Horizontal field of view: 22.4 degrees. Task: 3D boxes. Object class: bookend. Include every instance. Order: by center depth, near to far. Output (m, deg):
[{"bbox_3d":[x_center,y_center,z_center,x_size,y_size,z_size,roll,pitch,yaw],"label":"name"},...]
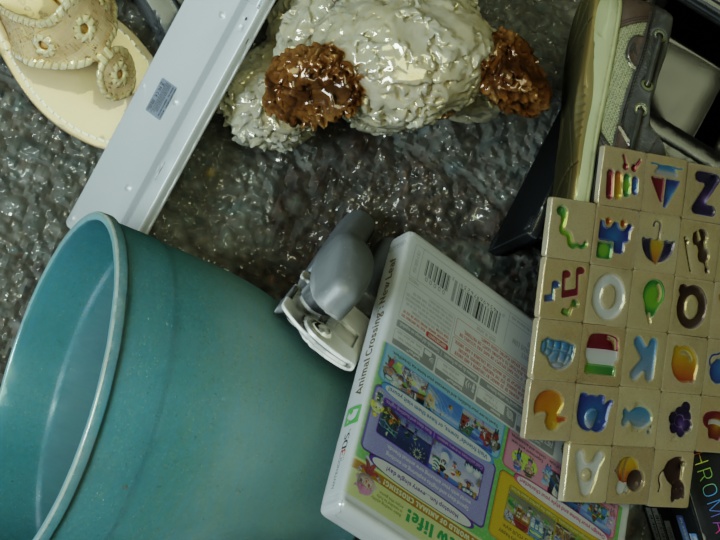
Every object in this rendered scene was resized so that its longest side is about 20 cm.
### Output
[{"bbox_3d":[0.218,-0.055,1.162,0.198,0.092,0.201,30,79,-7],"label":"bookend"}]

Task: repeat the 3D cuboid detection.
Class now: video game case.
[{"bbox_3d":[0.076,0.103,1.016,0.199,0.022,0.183,36,50,-25],"label":"video game case"}]

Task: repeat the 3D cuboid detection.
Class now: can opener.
[{"bbox_3d":[0.000,0.000,1.056,0.053,0.200,0.067,40,110,-4],"label":"can opener"}]

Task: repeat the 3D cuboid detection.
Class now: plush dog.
[{"bbox_3d":[0.018,-0.138,1.069,0.198,0.172,0.162,-9,118,-14],"label":"plush dog"}]

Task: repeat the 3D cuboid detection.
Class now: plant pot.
[{"bbox_3d":[-0.093,0.091,1.035,0.187,0.200,0.202,18,79,-23],"label":"plant pot"}]

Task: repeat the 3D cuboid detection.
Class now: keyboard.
[{"bbox_3d":[-0.113,-0.099,1.091,0.056,0.011,0.201,37,103,30],"label":"keyboard"}]

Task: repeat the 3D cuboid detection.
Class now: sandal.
[{"bbox_3d":[-0.191,-0.158,1.102,0.078,0.070,0.212,-42,92,-13],"label":"sandal"}]

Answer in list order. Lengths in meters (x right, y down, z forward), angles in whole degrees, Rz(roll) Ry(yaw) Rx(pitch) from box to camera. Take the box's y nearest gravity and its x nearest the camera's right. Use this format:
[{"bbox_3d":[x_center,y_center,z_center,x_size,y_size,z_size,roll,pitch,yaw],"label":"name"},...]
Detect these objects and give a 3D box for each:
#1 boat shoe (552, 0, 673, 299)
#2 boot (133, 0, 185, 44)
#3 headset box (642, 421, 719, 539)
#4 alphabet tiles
[{"bbox_3d":[0.150,-0.068,1.066,0.065,0.072,0.203,8,77,-4],"label":"boat shoe"},{"bbox_3d":[-0.077,-0.254,1.139,0.199,0.066,0.166,-34,99,-11],"label":"boot"},{"bbox_3d":[0.270,0.082,1.155,0.198,0.093,0.176,-15,87,-14],"label":"headset box"},{"bbox_3d":[0.163,0.035,1.044,0.165,0.006,0.202,7,90,-35],"label":"alphabet tiles"}]
